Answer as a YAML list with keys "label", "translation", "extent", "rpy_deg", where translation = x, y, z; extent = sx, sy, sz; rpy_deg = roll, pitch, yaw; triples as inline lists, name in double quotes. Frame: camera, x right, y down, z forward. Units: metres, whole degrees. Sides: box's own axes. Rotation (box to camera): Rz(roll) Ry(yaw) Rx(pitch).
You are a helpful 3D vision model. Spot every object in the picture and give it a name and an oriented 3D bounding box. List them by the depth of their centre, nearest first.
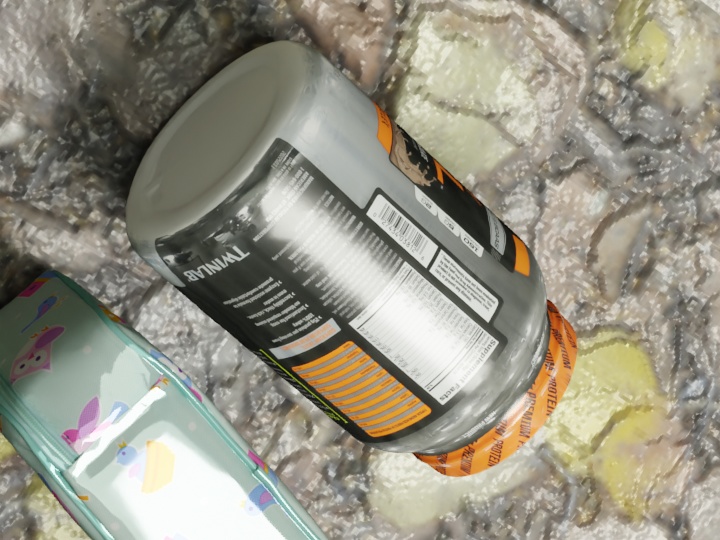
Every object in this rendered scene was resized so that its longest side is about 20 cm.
- label: "lunch bag"
  translation: [-0.091, 0.095, 1.094]
  extent: [0.077, 0.160, 0.200]
  rpy_deg: [-42, 110, -9]
- label: "supplement tub"
  translation: [0.000, 0.000, 1.114]
  extent: [0.200, 0.123, 0.123]
  rpy_deg: [42, 90, -27]
